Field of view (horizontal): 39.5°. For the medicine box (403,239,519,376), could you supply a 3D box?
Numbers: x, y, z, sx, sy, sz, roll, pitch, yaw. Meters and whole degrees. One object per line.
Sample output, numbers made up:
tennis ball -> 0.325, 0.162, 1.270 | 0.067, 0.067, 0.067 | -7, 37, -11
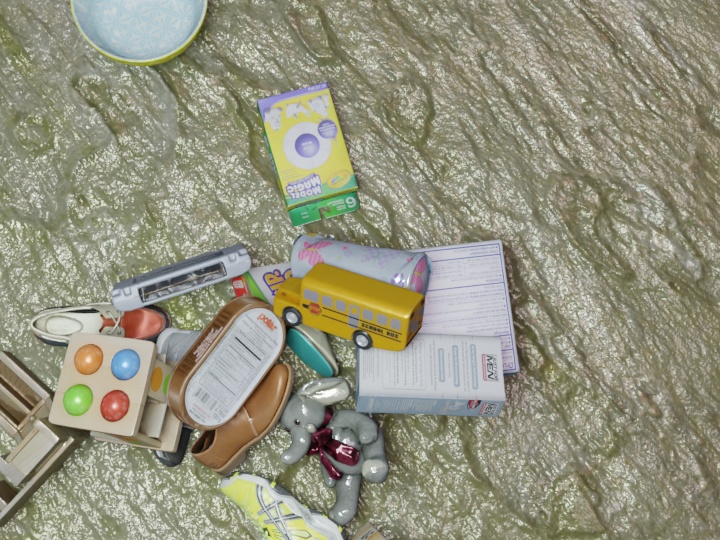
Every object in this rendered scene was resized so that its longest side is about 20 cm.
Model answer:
medicine box -> 0.126, 0.067, 1.490 | 0.181, 0.103, 0.202 | -6, 83, -5

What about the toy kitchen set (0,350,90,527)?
toy kitchen set -> -0.499, 0.229, 1.364 | 0.180, 0.200, 0.163 | 42, 84, 2

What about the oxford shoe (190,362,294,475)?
oxford shoe -> -0.168, 0.206, 1.423 | 0.071, 0.071, 0.200 | 32, 103, -32

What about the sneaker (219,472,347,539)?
sneaker -> -0.119, 0.356, 1.425 | 0.199, 0.076, 0.077 | 28, 62, 12

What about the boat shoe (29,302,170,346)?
boat shoe -> -0.380, 0.079, 1.467 | 0.198, 0.063, 0.072 | 0, 80, -6

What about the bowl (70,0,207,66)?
bowl -> -0.328, -0.392, 1.518 | 0.199, 0.108, 0.202 | 1, 82, -5

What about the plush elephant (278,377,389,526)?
plush elephant -> -0.053, 0.233, 1.426 | 0.154, 0.165, 0.201 | 17, 51, -15

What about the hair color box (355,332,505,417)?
hair color box -> 0.094, 0.142, 1.378 | 0.198, 0.061, 0.100 | 3, 58, -4

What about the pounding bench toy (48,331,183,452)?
pounding bench toy -> -0.356, 0.160, 1.361 | 0.199, 0.156, 0.125 | 6, 73, 17

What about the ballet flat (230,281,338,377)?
ballet flat -> -0.101, 0.077, 1.494 | 0.200, 0.069, 0.070 | 37, 80, 2

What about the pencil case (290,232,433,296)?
pencil case -> 0.000, 0.000, 1.413 | 0.199, 0.084, 0.091 | 12, 36, 24

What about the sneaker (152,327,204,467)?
sneaker -> -0.238, 0.180, 1.440 | 0.115, 0.075, 0.202 | -4, 81, 19

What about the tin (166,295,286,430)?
tin -> -0.179, 0.128, 1.371 | 0.200, 0.042, 0.112 | -54, 134, -14

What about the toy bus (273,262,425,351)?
toy bus -> -0.018, 0.047, 1.350 | 0.199, 0.079, 0.065 | 17, 35, 19

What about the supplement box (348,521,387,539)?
supplement box -> 0.002, 0.426, 1.377 | 0.126, 0.200, 0.074 | -41, 90, -10

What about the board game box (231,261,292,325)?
board game box -> -0.084, 0.030, 1.478 | 0.199, 0.030, 0.096 | -11, 60, -19

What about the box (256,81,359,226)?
box -> -0.079, -0.176, 1.539 | 0.117, 0.048, 0.201 | -16, 85, -7

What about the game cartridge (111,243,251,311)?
game cartridge -> -0.258, 0.009, 1.450 | 0.199, 0.133, 0.042 | -18, 95, -8
